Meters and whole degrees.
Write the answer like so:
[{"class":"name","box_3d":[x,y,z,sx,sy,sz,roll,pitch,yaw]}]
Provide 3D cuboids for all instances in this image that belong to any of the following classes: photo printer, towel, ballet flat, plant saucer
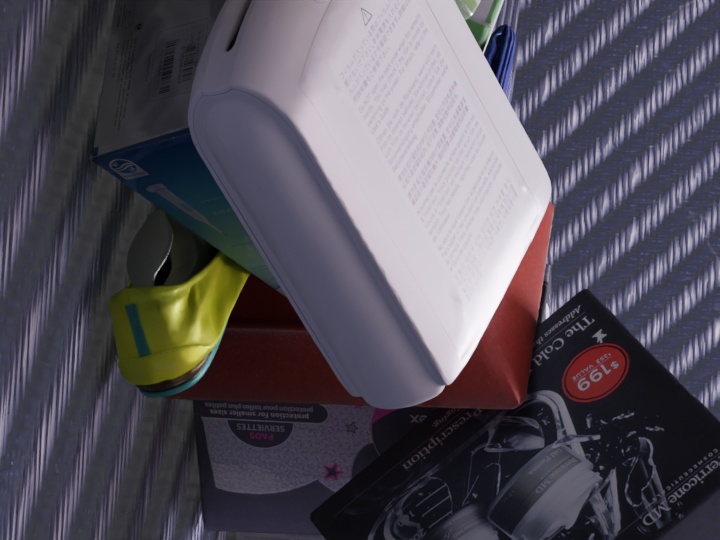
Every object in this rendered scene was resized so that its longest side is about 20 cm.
[{"class":"photo printer","box_3d":[0.003,-0.062,1.214,0.200,0.069,0.167,59,41,-29]},{"class":"towel","box_3d":[0.075,-0.045,1.711,0.200,0.024,0.145,93,10,-47]},{"class":"ballet flat","box_3d":[-0.086,-0.009,1.336,0.200,0.067,0.067,-68,138,-61]},{"class":"plant saucer","box_3d":[0.000,0.000,1.437,0.200,0.199,0.037,-75,164,-55]}]

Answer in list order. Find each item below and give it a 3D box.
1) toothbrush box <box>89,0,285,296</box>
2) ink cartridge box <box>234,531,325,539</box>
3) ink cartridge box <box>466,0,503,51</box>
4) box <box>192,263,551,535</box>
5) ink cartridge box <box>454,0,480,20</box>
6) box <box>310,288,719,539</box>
[{"class":"toothbrush box","box_3d":[-0.034,-0.082,1.306,0.200,0.085,0.147,38,50,-46]},{"class":"ink cartridge box","box_3d":[-0.022,0.163,1.645,0.050,0.108,0.201,10,83,-80]},{"class":"ink cartridge box","box_3d":[0.025,-0.116,1.771,0.145,0.087,0.201,-68,178,-65]},{"class":"box","box_3d":[0.009,0.073,1.519,0.115,0.199,0.133,-77,166,-57]},{"class":"ink cartridge box","box_3d":[0.017,-0.208,1.349,0.146,0.048,0.200,54,23,-12]},{"class":"box","box_3d":[0.107,0.142,1.373,0.104,0.200,0.182,52,-2,-39]}]
